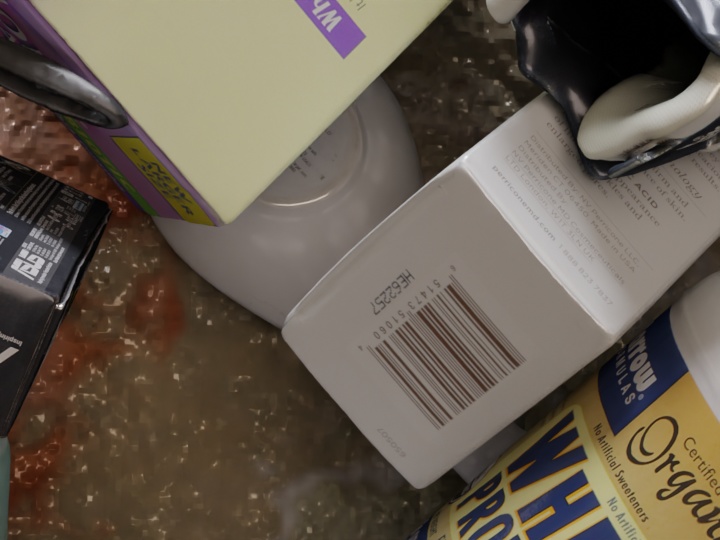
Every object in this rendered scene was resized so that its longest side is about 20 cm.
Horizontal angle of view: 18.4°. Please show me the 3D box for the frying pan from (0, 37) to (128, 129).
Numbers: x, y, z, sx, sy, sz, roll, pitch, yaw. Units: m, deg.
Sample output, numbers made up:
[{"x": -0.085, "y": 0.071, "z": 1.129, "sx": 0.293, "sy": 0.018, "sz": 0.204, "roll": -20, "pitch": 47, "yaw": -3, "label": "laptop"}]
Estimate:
[{"x": -0.164, "y": -0.077, "z": 0.685, "sx": 0.190, "sy": 0.115, "sz": 0.031, "roll": 38, "pitch": 67, "yaw": -4, "label": "frying pan"}]

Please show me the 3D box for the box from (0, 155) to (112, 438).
[{"x": -0.161, "y": -0.021, "z": 0.673, "sx": 0.160, "sy": 0.200, "sz": 0.049, "roll": 25, "pitch": 98, "yaw": -7, "label": "box"}]

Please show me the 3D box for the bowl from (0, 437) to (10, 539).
[{"x": -0.182, "y": 0.059, "z": 0.646, "sx": 0.200, "sy": 0.201, "sz": 0.106, "roll": 23, "pitch": 96, "yaw": -6, "label": "bowl"}]

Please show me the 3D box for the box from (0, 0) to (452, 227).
[{"x": -0.045, "y": -0.147, "z": 0.705, "sx": 0.200, "sy": 0.097, "sz": 0.176, "roll": -46, "pitch": 109, "yaw": -13, "label": "box"}]

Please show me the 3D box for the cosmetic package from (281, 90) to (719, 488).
[{"x": 0.072, "y": -0.022, "z": 0.721, "sx": 0.074, "sy": 0.102, "sz": 0.200, "roll": 49, "pitch": 40, "yaw": 0, "label": "cosmetic package"}]

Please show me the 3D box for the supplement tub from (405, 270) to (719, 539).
[{"x": 0.111, "y": 0.090, "z": 0.667, "sx": 0.200, "sy": 0.144, "sz": 0.144, "roll": -43, "pitch": 91, "yaw": 16, "label": "supplement tub"}]

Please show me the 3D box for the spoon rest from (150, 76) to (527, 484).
[{"x": 0.000, "y": 0.000, "z": 0.781, "sx": 0.099, "sy": 0.061, "sz": 0.200, "roll": -34, "pitch": 75, "yaw": -14, "label": "spoon rest"}]

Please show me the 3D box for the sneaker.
[{"x": 0.118, "y": -0.053, "z": 0.650, "sx": 0.199, "sy": 0.079, "sz": 0.130, "roll": 40, "pitch": 49, "yaw": -13, "label": "sneaker"}]
